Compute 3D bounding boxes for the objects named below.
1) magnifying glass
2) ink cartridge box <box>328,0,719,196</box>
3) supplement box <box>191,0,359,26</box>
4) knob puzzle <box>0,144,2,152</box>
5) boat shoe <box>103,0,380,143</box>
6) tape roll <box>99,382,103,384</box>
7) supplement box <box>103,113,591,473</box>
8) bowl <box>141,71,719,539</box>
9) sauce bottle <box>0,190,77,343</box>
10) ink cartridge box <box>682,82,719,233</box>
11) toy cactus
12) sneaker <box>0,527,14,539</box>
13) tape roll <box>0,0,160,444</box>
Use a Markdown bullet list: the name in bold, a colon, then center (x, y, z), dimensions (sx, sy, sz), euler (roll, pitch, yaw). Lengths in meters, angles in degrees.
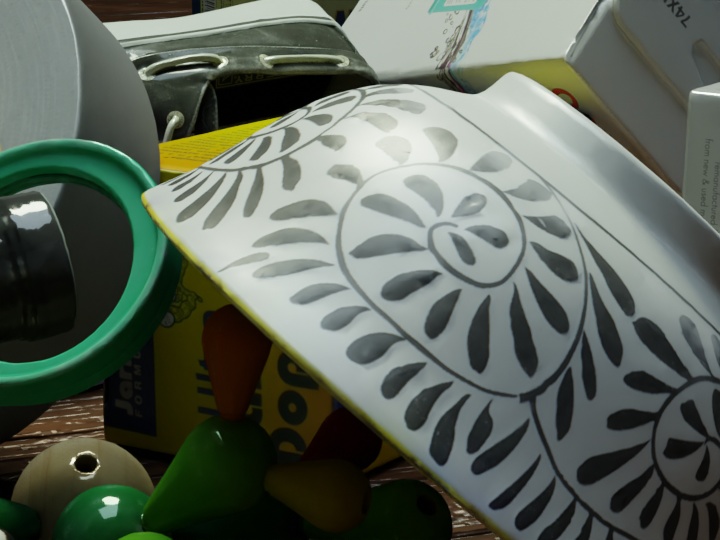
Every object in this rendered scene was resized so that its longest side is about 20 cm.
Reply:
- **magnifying glass**: center (-0.147, 0.024, 0.642), dimensions (0.199, 0.080, 0.022), euler (-27, -27, 2)
- **ink cartridge box**: center (0.108, -0.097, 0.992), dimensions (0.199, 0.147, 0.147), euler (3, 53, 55)
- **supplement box**: center (-0.003, -0.131, 1.207), dimensions (0.133, 0.202, 0.200), euler (-6, 15, -22)
- **knob puzzle**: center (-0.200, -0.009, 0.700), dimensions (0.218, 0.222, 0.030), euler (5, -19, 22)
- **boat shoe**: center (-0.085, -0.070, 0.931), dimensions (0.198, 0.071, 0.064), euler (-19, 44, -23)
- **tape roll**: center (-0.177, 0.001, 0.933), dimensions (0.198, 0.066, 0.200), euler (-1, 13, 0)
- **supplement box**: center (0.000, 0.000, 0.835), dimensions (0.109, 0.110, 0.199), euler (8, 15, 32)
- **bowl**: center (0.045, 0.010, 0.583), dimensions (0.200, 0.094, 0.201), euler (41, 2, -2)
- **sauce bottle**: center (-0.174, 0.020, 0.559), dimensions (0.198, 0.065, 0.065), euler (-17, 18, -20)
- **ink cartridge box**: center (0.217, -0.023, 0.699), dimensions (0.198, 0.069, 0.115), euler (9, 14, 26)
- **toy cactus**: center (-0.080, 0.067, 0.612), dimensions (0.198, 0.103, 0.165), euler (-13, 5, -13)
- **sneaker**: center (-0.135, 0.108, 0.430), dimensions (0.075, 0.077, 0.200), euler (8, 16, 24)
- **tape roll**: center (-0.173, -0.030, 0.754), dimensions (0.198, 0.202, 0.066), euler (5, -19, 22)
